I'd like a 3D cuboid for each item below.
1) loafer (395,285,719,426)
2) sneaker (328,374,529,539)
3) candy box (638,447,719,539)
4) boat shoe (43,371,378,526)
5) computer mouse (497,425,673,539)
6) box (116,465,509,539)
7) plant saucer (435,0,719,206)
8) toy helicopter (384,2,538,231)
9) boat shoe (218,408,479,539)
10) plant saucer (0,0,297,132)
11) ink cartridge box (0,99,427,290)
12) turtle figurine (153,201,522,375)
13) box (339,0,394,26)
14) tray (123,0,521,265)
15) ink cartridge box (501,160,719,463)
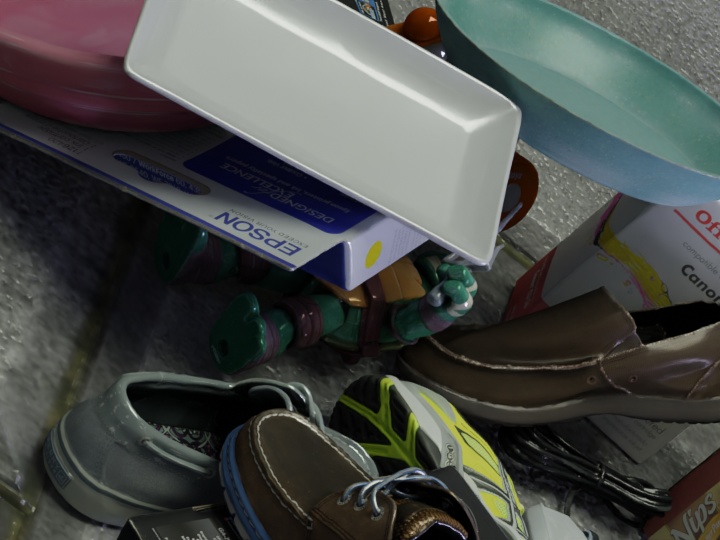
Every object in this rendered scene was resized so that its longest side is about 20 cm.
[{"bbox_3d":[0.114,0.038,1.591,0.200,0.071,0.073,1,22,-22],"label":"loafer"},{"bbox_3d":[0.061,0.135,1.469,0.076,0.075,0.200,4,53,-49],"label":"sneaker"},{"bbox_3d":[0.264,0.132,1.682,0.200,0.115,0.055,7,49,-47],"label":"candy box"},{"bbox_3d":[-0.053,0.086,1.386,0.201,0.072,0.070,10,47,-45],"label":"boat shoe"},{"bbox_3d":[0.116,0.155,1.544,0.110,0.044,0.200,36,33,-20],"label":"computer mouse"},{"bbox_3d":[0.013,0.182,1.319,0.198,0.050,0.200,-6,48,-42],"label":"box"},{"bbox_3d":[0.119,-0.087,1.542,0.200,0.036,0.200,26,19,-9],"label":"plant saucer"},{"bbox_3d":[0.014,-0.086,1.624,0.200,0.132,0.079,-11,35,-36],"label":"toy helicopter"},{"bbox_3d":[0.016,0.124,1.290,0.072,0.072,0.200,-14,54,-46],"label":"boat shoe"},{"bbox_3d":[-0.119,-0.124,1.479,0.200,0.051,0.201,7,28,-4],"label":"plant saucer"},{"bbox_3d":[-0.058,-0.056,1.471,0.198,0.047,0.200,26,35,26],"label":"ink cartridge box"},{"bbox_3d":[0.000,0.000,1.518,0.200,0.101,0.150,-9,33,-38],"label":"turtle figurine"},{"bbox_3d":[-0.060,-0.187,1.711,0.160,0.044,0.200,23,39,-36],"label":"box"},{"bbox_3d":[-0.018,-0.081,1.402,0.200,0.022,0.107,28,48,-17],"label":"tray"},{"bbox_3d":[0.187,0.002,1.652,0.116,0.200,0.068,41,31,-10],"label":"ink cartridge box"}]
